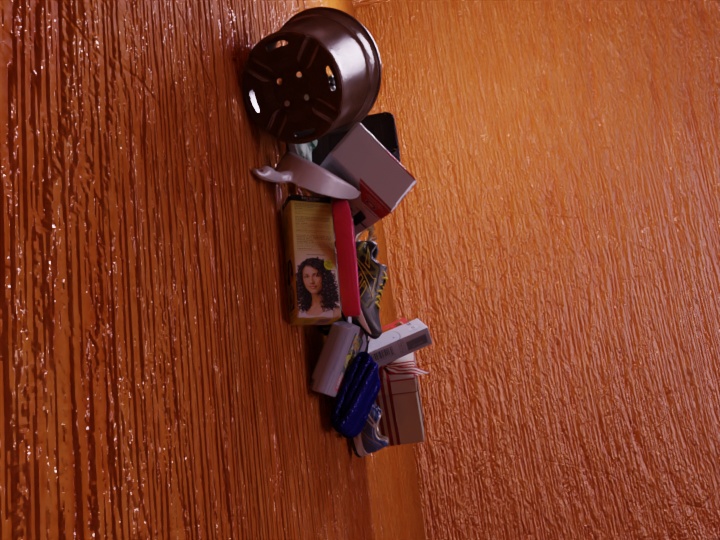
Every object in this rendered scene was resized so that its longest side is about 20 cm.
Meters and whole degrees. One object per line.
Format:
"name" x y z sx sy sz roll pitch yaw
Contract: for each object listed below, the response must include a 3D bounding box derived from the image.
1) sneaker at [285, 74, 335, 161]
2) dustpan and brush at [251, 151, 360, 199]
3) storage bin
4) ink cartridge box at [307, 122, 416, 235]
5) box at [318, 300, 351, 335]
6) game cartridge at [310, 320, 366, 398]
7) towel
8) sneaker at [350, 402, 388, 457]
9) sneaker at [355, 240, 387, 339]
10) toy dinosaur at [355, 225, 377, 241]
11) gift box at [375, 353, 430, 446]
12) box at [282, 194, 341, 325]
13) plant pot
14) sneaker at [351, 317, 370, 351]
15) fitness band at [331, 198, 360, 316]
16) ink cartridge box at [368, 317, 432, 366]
"sneaker" -0.080 -0.277 1.010 0.074 0.116 0.203 40 43 -81
"dustpan and brush" -0.099 -0.147 0.828 0.058 0.139 0.200 -63 157 5
"storage bin" -0.011 -0.260 1.193 0.094 0.197 0.137 70 13 -54
"ink cartridge box" -0.008 -0.158 0.982 0.144 0.084 0.200 43 -18 -8
"box" -0.065 0.026 0.996 0.201 0.059 0.118 71 13 -56
"game cartridge" -0.034 0.163 0.973 0.200 0.040 0.135 59 47 -71
"towel" -0.001 0.247 1.027 0.200 0.049 0.149 74 36 -67
"sneaker" 0.006 0.297 1.160 0.076 0.076 0.203 -22 97 -80
"sneaker" 0.017 0.027 1.008 0.075 0.084 0.202 61 12 -69
"toy dinosaur" 0.010 -0.106 1.171 0.101 0.058 0.202 77 37 -68
"gift box" 0.077 0.295 1.296 0.185 0.197 0.189 -89 168 -77
"box" -0.079 -0.018 0.846 0.050 0.074 0.203 140 -54 -60
"plant pot" -0.078 -0.294 0.822 0.199 0.197 0.203 -67 148 -62
"sneaker" -0.006 0.135 1.125 0.201 0.070 0.099 115 -16 -57
"fitness band" -0.022 -0.021 0.900 0.144 0.037 0.203 -100 -176 -70
"ink cartridge box" 0.062 0.155 1.274 0.200 0.158 0.048 -140 -152 -71
